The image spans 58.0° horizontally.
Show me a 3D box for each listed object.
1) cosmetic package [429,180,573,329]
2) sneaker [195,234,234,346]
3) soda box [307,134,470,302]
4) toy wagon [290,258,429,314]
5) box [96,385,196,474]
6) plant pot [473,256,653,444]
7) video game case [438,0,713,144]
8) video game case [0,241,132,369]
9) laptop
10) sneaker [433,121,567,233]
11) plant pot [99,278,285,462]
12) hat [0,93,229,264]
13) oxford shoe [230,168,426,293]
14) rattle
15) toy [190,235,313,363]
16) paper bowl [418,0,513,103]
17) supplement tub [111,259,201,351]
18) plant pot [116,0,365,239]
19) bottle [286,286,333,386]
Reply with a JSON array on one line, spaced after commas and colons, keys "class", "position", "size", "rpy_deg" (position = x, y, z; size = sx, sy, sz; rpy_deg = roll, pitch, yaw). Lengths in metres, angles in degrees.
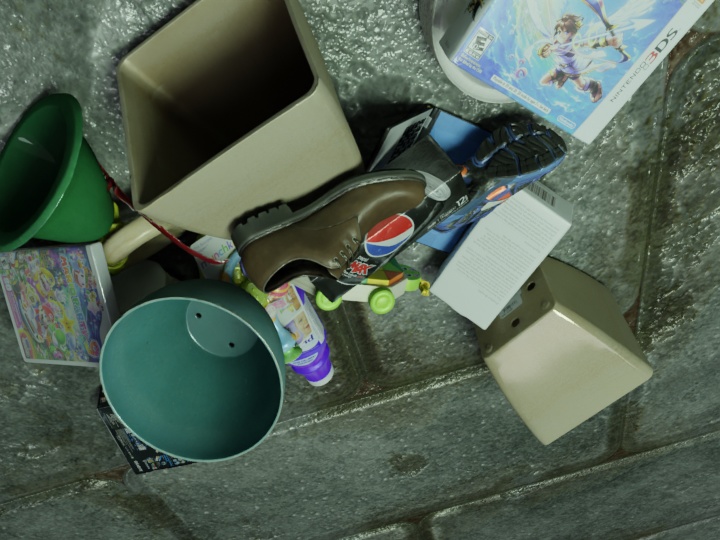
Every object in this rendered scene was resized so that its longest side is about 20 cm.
[{"class": "cosmetic package", "position": [0.190, -0.029, 0.890], "size": [0.100, 0.071, 0.201], "rpy_deg": [34, 123, 1]}, {"class": "sneaker", "position": [-0.174, 0.047, 0.845], "size": [0.077, 0.090, 0.204], "rpy_deg": [-11, 104, 21]}, {"class": "soda box", "position": [0.021, -0.056, 0.722], "size": [0.198, 0.071, 0.063], "rpy_deg": [-37, 148, 3]}, {"class": "toy wagon", "position": [0.000, 0.000, 0.839], "size": [0.195, 0.156, 0.040], "rpy_deg": [5, 116, -18]}, {"class": "box", "position": [-0.322, 0.253, 1.071], "size": [0.155, 0.047, 0.203], "rpy_deg": [-10, 133, -4]}, {"class": "plant pot", "position": [0.277, 0.098, 0.981], "size": [0.176, 0.202, 0.199], "rpy_deg": [36, 117, -25]}, {"class": "video game case", "position": [0.203, -0.236, 0.604], "size": [0.197, 0.046, 0.182], "rpy_deg": [19, 124, -29]}, {"class": "video game case", "position": [-0.358, 0.043, 0.773], "size": [0.196, 0.018, 0.147], "rpy_deg": [-2, 104, 32]}, {"class": "laptop", "position": [0.076, -0.089, 0.803], "size": [0.115, 0.200, 0.189], "rpy_deg": [37, 125, 10]}, {"class": "sneaker", "position": [0.156, -0.110, 0.785], "size": [0.197, 0.076, 0.079], "rpy_deg": [-26, 156, 2]}, {"class": "plant pot", "position": [-0.173, 0.090, 0.737], "size": [0.195, 0.135, 0.204], "rpy_deg": [2, 115, 4]}, {"class": "hat", "position": [-0.281, -0.066, 0.708], "size": [0.165, 0.202, 0.175], "rpy_deg": [-38, 143, 19]}, {"class": "oxford shoe", "position": [-0.019, -0.033, 0.628], "size": [0.197, 0.086, 0.073], "rpy_deg": [-25, 160, -3]}, {"class": "rattle", "position": [-0.247, -0.095, 0.780], "size": [0.198, 0.144, 0.130], "rpy_deg": [-35, 165, -1]}, {"class": "toy", "position": [-0.120, 0.029, 0.823], "size": [0.047, 0.115, 0.203], "rpy_deg": [3, 123, 41]}, {"class": "paper bowl", "position": [0.165, -0.269, 0.668], "size": [0.196, 0.106, 0.203], "rpy_deg": [-8, 134, -8]}, {"class": "supplement tub", "position": [-0.268, 0.099, 0.873], "size": [0.141, 0.146, 0.202], "rpy_deg": [-19, 134, 5]}, {"class": "plant pot", "position": [-0.101, -0.143, 0.655], "size": [0.197, 0.203, 0.177], "rpy_deg": [-29, 146, 15]}, {"class": "bottle", "position": [-0.094, 0.099, 0.970], "size": [0.082, 0.066, 0.202], "rpy_deg": [-17, 134, 7]}]
